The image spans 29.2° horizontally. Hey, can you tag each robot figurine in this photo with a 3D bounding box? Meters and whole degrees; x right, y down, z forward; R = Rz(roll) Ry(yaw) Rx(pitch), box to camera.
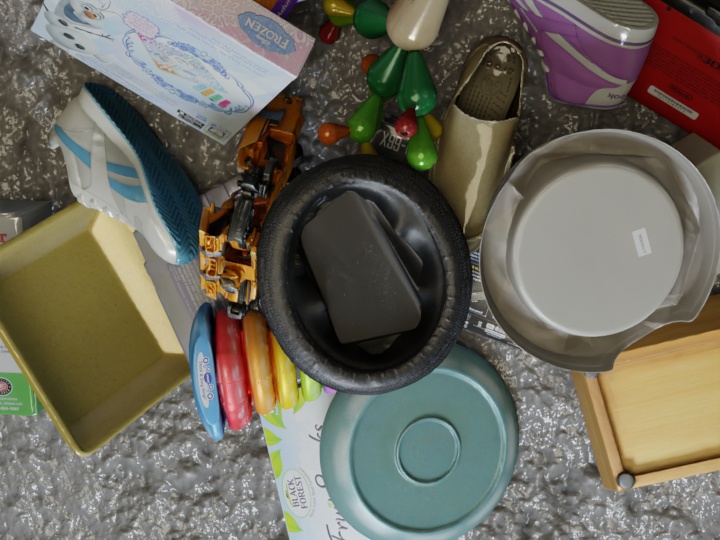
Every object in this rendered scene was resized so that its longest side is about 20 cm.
[{"bbox_3d":[-0.094,-0.056,1.207,0.058,0.201,0.146,12,136,7],"label":"robot figurine"}]

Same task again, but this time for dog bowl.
[{"bbox_3d":[0.189,-0.021,1.123,0.198,0.059,0.202,-2,107,-6],"label":"dog bowl"}]

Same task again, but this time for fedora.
[{"bbox_3d":[0.000,0.000,1.177,0.198,0.092,0.203,-1,99,-7],"label":"fedora"}]

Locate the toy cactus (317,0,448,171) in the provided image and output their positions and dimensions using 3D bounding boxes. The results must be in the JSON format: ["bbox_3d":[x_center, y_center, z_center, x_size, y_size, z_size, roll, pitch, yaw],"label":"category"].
[{"bbox_3d":[0.021,-0.184,1.167,0.101,0.201,0.166,5,137,-27],"label":"toy cactus"}]

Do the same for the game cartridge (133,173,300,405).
[{"bbox_3d":[-0.122,0.027,1.309,0.129,0.038,0.202,-26,85,15],"label":"game cartridge"}]

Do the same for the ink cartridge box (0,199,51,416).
[{"bbox_3d":[-0.376,0.032,1.355,0.144,0.084,0.202,3,104,10],"label":"ink cartridge box"}]

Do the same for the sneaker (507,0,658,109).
[{"bbox_3d":[0.156,-0.212,1.184,0.201,0.072,0.115,46,144,29],"label":"sneaker"}]

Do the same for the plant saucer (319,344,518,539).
[{"bbox_3d":[0.060,0.166,1.289,0.198,0.027,0.203,-2,98,-16],"label":"plant saucer"}]

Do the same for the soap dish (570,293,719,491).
[{"bbox_3d":[0.295,0.111,1.245,0.198,0.081,0.159,-15,101,15],"label":"soap dish"}]

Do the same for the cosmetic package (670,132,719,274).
[{"bbox_3d":[0.233,-0.022,1.197,0.199,0.071,0.106,-31,110,3],"label":"cosmetic package"}]

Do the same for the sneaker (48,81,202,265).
[{"bbox_3d":[-0.217,-0.078,1.288,0.081,0.076,0.201,-44,69,21],"label":"sneaker"}]

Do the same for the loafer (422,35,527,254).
[{"bbox_3d":[0.097,-0.113,1.189,0.075,0.067,0.202,11,82,4],"label":"loafer"}]

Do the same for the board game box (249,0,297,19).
[{"bbox_3d":[-0.118,-0.353,1.085,0.199,0.200,0.201,30,81,26],"label":"board game box"}]

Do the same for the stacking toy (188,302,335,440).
[{"bbox_3d":[-0.052,0.080,1.240,0.198,0.110,0.117,-7,96,-3],"label":"stacking toy"}]

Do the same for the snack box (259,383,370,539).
[{"bbox_3d":[-0.010,0.199,1.342,0.141,0.053,0.202,-10,100,15],"label":"snack box"}]

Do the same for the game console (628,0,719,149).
[{"bbox_3d":[0.315,-0.219,1.191,0.199,0.119,0.173,32,139,3],"label":"game console"}]

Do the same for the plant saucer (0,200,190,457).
[{"bbox_3d":[-0.259,0.048,1.295,0.048,0.200,0.201,-24,99,41],"label":"plant saucer"}]

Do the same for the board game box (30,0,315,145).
[{"bbox_3d":[-0.160,-0.195,1.137,0.199,0.199,0.044,30,71,-15],"label":"board game box"}]

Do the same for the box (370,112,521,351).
[{"bbox_3d":[0.083,-0.036,1.266,0.198,0.050,0.159,20,106,5],"label":"box"}]
